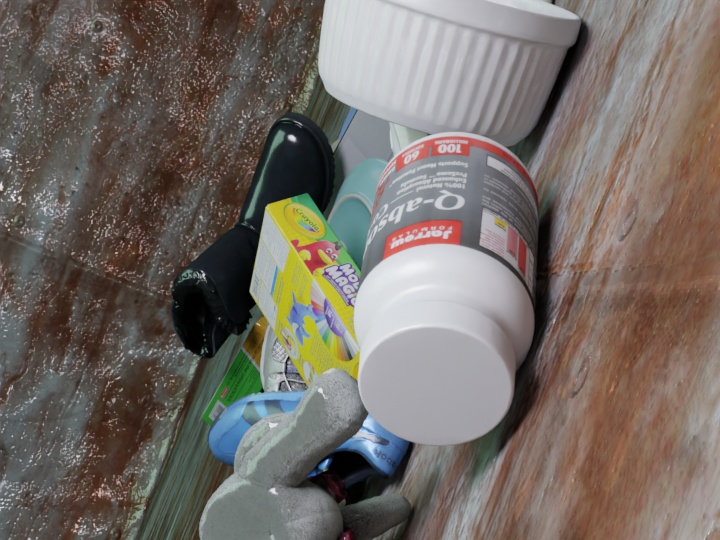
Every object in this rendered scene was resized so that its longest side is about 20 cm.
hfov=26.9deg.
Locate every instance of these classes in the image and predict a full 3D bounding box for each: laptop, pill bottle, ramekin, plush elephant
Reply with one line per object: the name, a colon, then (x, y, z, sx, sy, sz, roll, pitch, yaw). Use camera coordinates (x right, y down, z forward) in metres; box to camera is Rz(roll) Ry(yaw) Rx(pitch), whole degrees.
laptop: (0.001, -0.016, 1.388, 0.115, 0.200, 0.188, -29, -18, -39)
pill bottle: (0.056, 0.009, 0.964, 0.201, 0.115, 0.117, -80, 15, -53)
ramekin: (0.061, -0.169, 1.150, 0.200, 0.197, 0.106, -97, 22, -73)
plush elephant: (-0.033, 0.186, 1.033, 0.199, 0.166, 0.154, -30, -18, 19)

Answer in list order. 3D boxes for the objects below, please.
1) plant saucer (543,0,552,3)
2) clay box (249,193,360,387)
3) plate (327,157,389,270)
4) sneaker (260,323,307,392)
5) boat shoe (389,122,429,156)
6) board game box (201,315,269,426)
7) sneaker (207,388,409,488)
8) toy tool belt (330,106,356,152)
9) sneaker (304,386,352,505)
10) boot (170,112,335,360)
plant saucer: (0.107, -0.178, 1.343, 0.200, 0.050, 0.202, -157, 89, -81)
clay box: (-0.024, 0.048, 1.259, 0.201, 0.047, 0.116, 55, 149, 29)
plate: (0.000, 0.000, 1.350, 0.200, 0.025, 0.203, 180, 90, -65)
sneaker: (-0.050, 0.133, 1.358, 0.082, 0.074, 0.203, 178, 89, -83)
boat shoe: (0.058, -0.087, 1.268, 0.069, 0.071, 0.201, 84, 168, -51)
board game box: (-0.065, 0.068, 1.529, 0.200, 0.040, 0.154, -40, -14, -48)
sneaker: (-0.049, 0.141, 1.182, 0.198, 0.066, 0.079, -11, 48, 34)
toy tool belt: (0.040, -0.135, 1.504, 0.122, 0.124, 0.202, -2, 64, 50)
sneaker: (-0.038, 0.178, 1.277, 0.091, 0.075, 0.201, 113, 176, -45)
boot: (-0.102, -0.029, 1.403, 0.168, 0.076, 0.202, -46, -23, -49)
